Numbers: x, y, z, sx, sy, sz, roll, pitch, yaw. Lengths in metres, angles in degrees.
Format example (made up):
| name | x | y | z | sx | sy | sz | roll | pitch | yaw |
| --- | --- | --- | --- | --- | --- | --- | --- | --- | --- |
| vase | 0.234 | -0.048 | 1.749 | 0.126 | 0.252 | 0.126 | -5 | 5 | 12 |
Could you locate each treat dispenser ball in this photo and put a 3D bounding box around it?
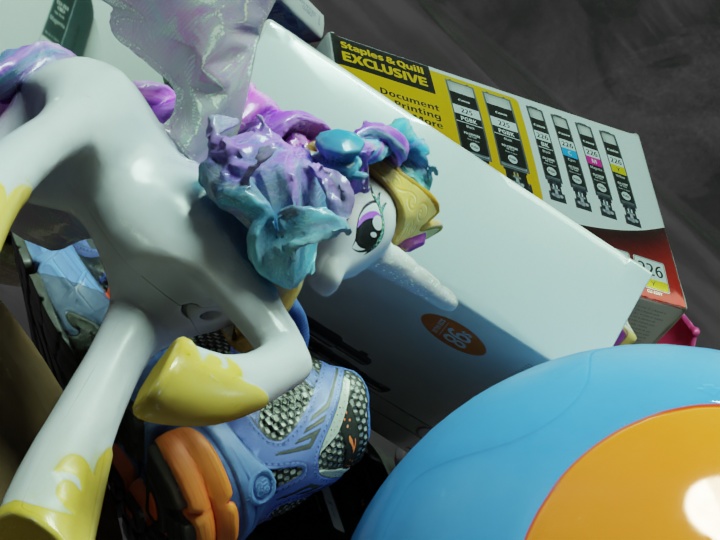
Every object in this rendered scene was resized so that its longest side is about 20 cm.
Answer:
| name | x | y | z | sx | sy | sz | roll | pitch | yaw |
| --- | --- | --- | --- | --- | --- | --- | --- | --- | --- |
| treat dispenser ball | 0.086 | 0.123 | 0.643 | 0.201 | 0.201 | 0.201 | 40 | 12 | -10 |

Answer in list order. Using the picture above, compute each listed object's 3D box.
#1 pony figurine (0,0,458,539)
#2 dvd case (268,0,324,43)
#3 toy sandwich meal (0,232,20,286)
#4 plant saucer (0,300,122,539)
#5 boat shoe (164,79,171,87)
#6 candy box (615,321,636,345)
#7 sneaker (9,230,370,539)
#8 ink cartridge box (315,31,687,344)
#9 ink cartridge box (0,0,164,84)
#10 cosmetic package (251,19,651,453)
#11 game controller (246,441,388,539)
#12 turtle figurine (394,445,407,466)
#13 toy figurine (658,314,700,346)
| name | x | y | z | sx | sy | sz | roll | pitch | yaw |
| --- | --- | --- | --- | --- | --- | --- | --- | --- | --- |
| pony figurine | -0.071 | -0.031 | 0.594 | 0.193 | 0.167 | 0.200 | 47 | 35 | 2 |
| dvd case | -0.123 | -0.155 | 1.107 | 0.200 | 0.142 | 0.018 | 38 | 52 | -57 |
| toy sandwich meal | -0.167 | -0.079 | 0.853 | 0.205 | 0.070 | 0.205 | 41 | 12 | -10 |
| plant saucer | -0.126 | 0.037 | 0.588 | 0.200 | 0.029 | 0.200 | 51 | 13 | -16 |
| boat shoe | -0.118 | -0.113 | 0.982 | 0.202 | 0.074 | 0.065 | 40 | 48 | -27 |
| candy box | 0.023 | 0.009 | 1.051 | 0.200 | 0.117 | 0.057 | 36 | 20 | -32 |
| sneaker | -0.057 | 0.026 | 0.696 | 0.200 | 0.078 | 0.076 | -132 | -148 | -53 |
| ink cartridge box | 0.055 | -0.043 | 1.175 | 0.199 | 0.084 | 0.176 | 16 | 42 | -25 |
| ink cartridge box | -0.147 | -0.107 | 0.758 | 0.200 | 0.043 | 0.175 | -19 | 98 | -61 |
| cosmetic package | 0.000 | 0.000 | 0.790 | 0.150 | 0.052 | 0.200 | 31 | -17 | -5 |
| game controller | -0.023 | 0.092 | 0.824 | 0.104 | 0.042 | 0.200 | 22 | 18 | -20 |
| turtle figurine | 0.082 | 0.104 | 0.942 | 0.200 | 0.100 | 0.150 | 35 | -30 | 37 |
| toy figurine | 0.147 | 0.036 | 1.409 | 0.184 | 0.149 | 0.201 | 46 | 30 | -30 |
